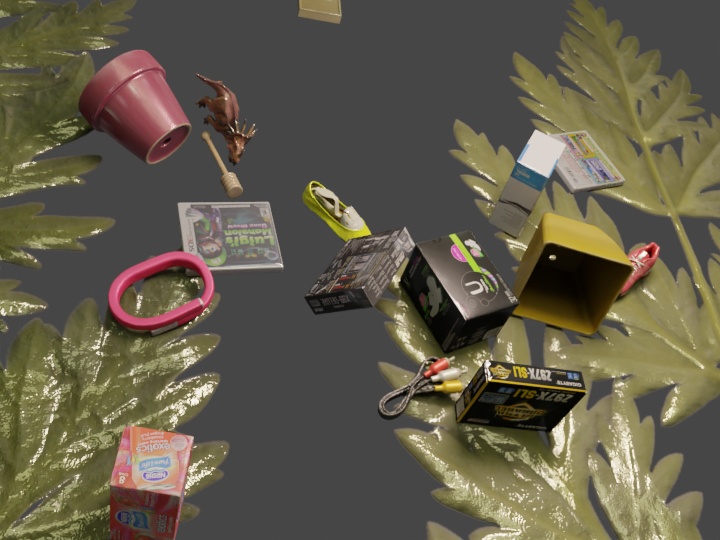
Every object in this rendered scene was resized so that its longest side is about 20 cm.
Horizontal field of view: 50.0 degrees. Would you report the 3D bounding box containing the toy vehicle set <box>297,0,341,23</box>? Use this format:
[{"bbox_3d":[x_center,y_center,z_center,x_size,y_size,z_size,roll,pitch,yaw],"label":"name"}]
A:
[{"bbox_3d":[-0.123,-0.797,2.248,0.123,0.027,0.202,6,50,-14],"label":"toy vehicle set"}]

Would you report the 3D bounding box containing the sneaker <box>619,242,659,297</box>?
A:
[{"bbox_3d":[0.633,-0.011,1.810,0.199,0.087,0.074,-31,65,-35],"label":"sneaker"}]

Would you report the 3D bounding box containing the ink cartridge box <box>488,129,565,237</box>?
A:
[{"bbox_3d":[0.388,-0.202,1.810,0.083,0.201,0.146,27,48,8],"label":"ink cartridge box"}]

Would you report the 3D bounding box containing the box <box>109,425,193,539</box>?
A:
[{"bbox_3d":[-0.311,0.323,1.139,0.101,0.201,0.095,12,48,-9],"label":"box"}]

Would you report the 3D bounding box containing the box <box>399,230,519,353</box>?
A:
[{"bbox_3d":[0.201,0.041,1.597,0.147,0.125,0.201,-15,59,-29],"label":"box"}]

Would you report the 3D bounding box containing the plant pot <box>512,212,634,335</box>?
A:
[{"bbox_3d":[0.447,-0.011,1.687,0.198,0.201,0.177,15,37,-6],"label":"plant pot"}]

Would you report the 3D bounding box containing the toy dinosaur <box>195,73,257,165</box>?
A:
[{"bbox_3d":[-0.297,-0.351,1.729,0.085,0.202,0.135,-30,34,-22],"label":"toy dinosaur"}]

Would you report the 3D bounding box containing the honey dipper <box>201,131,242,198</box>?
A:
[{"bbox_3d":[-0.314,-0.242,1.718,0.038,0.038,0.201,-12,55,-27],"label":"honey dipper"}]

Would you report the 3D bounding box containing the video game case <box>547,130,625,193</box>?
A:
[{"bbox_3d":[0.587,-0.295,2.074,0.180,0.022,0.201,-11,55,-26],"label":"video game case"}]

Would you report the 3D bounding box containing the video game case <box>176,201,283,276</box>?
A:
[{"bbox_3d":[-0.271,-0.069,1.597,0.198,0.023,0.183,-2,53,-20],"label":"video game case"}]

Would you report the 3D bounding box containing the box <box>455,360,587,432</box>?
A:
[{"bbox_3d":[0.296,0.237,1.442,0.197,0.160,0.050,8,49,-13],"label":"box"}]

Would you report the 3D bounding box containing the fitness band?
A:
[{"bbox_3d":[-0.373,0.040,1.452,0.198,0.038,0.144,-25,64,-24],"label":"fitness band"}]

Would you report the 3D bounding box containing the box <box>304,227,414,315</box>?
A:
[{"bbox_3d":[0.000,0.000,1.547,0.050,0.156,0.201,58,44,-24],"label":"box"}]

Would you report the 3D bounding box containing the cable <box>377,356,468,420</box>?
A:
[{"bbox_3d":[0.112,0.214,1.472,0.198,0.051,0.098,-14,56,-29],"label":"cable"}]

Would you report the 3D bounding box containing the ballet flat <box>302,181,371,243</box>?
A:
[{"bbox_3d":[-0.048,-0.124,1.688,0.200,0.067,0.067,40,50,15],"label":"ballet flat"}]

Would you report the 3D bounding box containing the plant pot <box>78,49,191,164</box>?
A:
[{"bbox_3d":[-0.468,-0.335,1.654,0.179,0.200,0.200,48,52,2],"label":"plant pot"}]
